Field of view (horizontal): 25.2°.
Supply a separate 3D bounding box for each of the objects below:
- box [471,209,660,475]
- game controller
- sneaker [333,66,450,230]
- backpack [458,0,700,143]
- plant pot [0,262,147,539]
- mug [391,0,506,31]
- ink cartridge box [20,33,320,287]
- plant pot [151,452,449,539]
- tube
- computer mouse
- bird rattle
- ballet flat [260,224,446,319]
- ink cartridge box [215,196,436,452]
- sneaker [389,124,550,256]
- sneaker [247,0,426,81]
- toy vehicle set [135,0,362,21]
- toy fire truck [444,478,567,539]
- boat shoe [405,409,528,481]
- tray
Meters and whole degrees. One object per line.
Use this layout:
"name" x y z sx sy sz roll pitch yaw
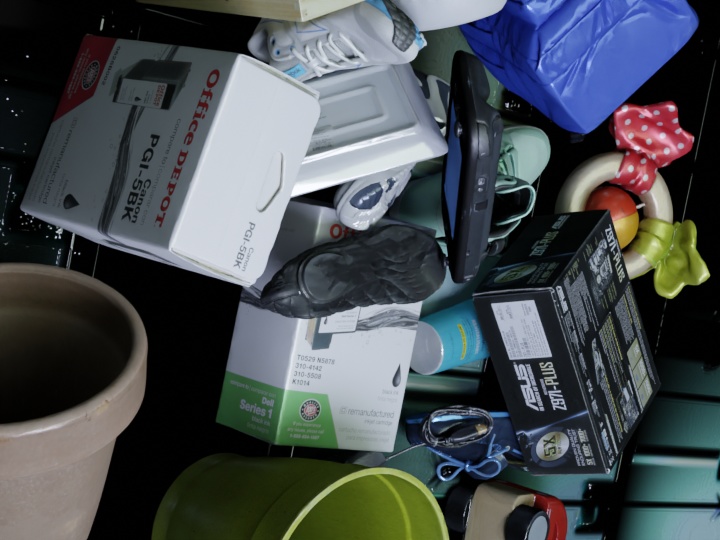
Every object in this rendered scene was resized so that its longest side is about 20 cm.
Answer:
"box" 0.200 0.068 1.533 0.164 0.086 0.201 -47 123 -49
"game controller" 0.082 -0.080 1.291 0.042 0.105 0.201 -10 144 -9
"sneaker" -0.005 -0.123 1.326 0.199 0.129 0.080 -52 175 -42
"backpack" 0.170 -0.243 1.401 0.162 0.200 0.168 -38 121 -4
"plant pot" -0.248 0.120 1.125 0.200 0.200 0.176 -23 131 -37
"mug" 0.074 -0.290 1.252 0.199 0.147 0.177 -21 110 -27
"ink cartridge box" -0.139 -0.083 1.152 0.083 0.199 0.148 24 83 -42
"plant pot" -0.065 0.234 1.300 0.200 0.192 0.202 -11 106 -41
"tube" 0.121 0.053 1.537 0.199 0.050 0.078 -16 110 -46
"computer mouse" 0.031 0.172 1.436 0.199 0.034 0.059 -24 109 -11
"bird rattle" 0.271 -0.065 1.615 0.162 0.113 0.201 -21 112 -20
"ballet flat" 0.000 0.000 1.300 0.199 0.057 0.067 -7 86 -48
"ink cartridge box" -0.027 0.044 1.365 0.146 0.084 0.202 9 93 -44
"sneaker" 0.135 -0.074 1.467 0.200 0.118 0.074 -31 117 -36
"sneaker" -0.024 -0.175 1.247 0.075 0.200 0.087 44 79 -30
"toy vehicle set" -0.063 -0.220 1.192 0.124 0.199 0.027 -27 118 -37
"toy fire truck" 0.177 0.305 1.604 0.199 0.128 0.177 7 94 -55
"boat shoe" 0.123 0.168 1.534 0.199 0.084 0.069 6 84 -41
"tray" -0.040 -0.112 1.257 0.199 0.108 0.022 -16 149 -10
